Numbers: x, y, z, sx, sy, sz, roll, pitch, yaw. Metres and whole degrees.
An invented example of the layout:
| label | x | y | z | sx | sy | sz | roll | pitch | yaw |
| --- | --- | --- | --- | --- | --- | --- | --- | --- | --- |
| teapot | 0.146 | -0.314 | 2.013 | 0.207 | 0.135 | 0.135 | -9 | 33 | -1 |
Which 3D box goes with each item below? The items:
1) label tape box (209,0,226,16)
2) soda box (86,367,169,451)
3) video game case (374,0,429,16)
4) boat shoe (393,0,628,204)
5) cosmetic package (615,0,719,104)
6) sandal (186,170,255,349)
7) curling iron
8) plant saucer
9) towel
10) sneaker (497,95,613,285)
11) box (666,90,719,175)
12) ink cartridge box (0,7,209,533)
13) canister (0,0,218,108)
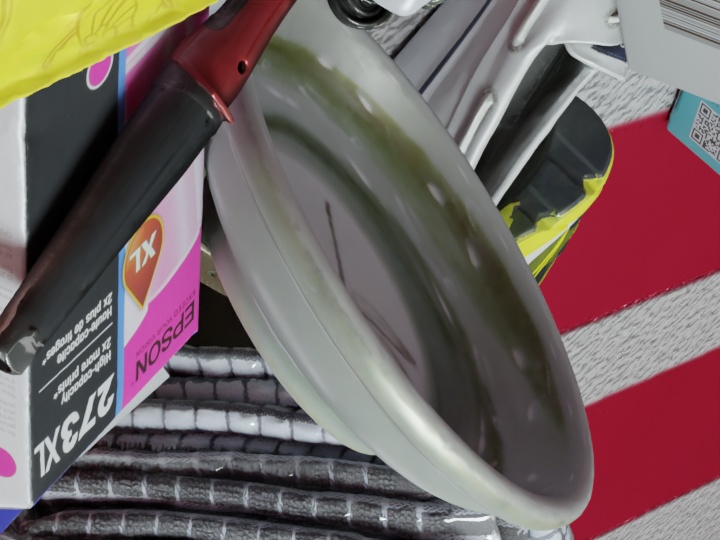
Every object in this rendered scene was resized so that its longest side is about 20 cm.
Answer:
| label | x | y | z | sx | sy | sz | roll | pitch | yaw |
| --- | --- | --- | --- | --- | --- | --- | --- | --- | --- |
| label tape box | 0.012 | -0.178 | 0.807 | 0.144 | 0.063 | 0.200 | -22 | 147 | -43 |
| soda box | -0.124 | -0.003 | 0.856 | 0.063 | 0.068 | 0.200 | -42 | 155 | -8 |
| video game case | 0.081 | -0.166 | 0.763 | 0.183 | 0.023 | 0.200 | -57 | 174 | 26 |
| boat shoe | 0.079 | -0.096 | 1.039 | 0.200 | 0.065 | 0.073 | -52 | 155 | 15 |
| cosmetic package | 0.172 | -0.160 | 0.998 | 0.200 | 0.085 | 0.108 | -50 | 146 | -23 |
| sandal | -0.039 | -0.021 | 0.971 | 0.080 | 0.057 | 0.201 | -43 | 154 | -18 |
| curling iron | -0.035 | -0.046 | 0.765 | 0.200 | 0.050 | 0.026 | -49 | -168 | -28 |
| plant saucer | 0.000 | 0.000 | 0.877 | 0.050 | 0.201 | 0.200 | -30 | 160 | 18 |
| towel | -0.029 | 0.099 | 1.020 | 0.166 | 0.199 | 0.086 | 67 | 29 | -62 |
| sneaker | 0.023 | 0.014 | 1.110 | 0.200 | 0.075 | 0.085 | -37 | 158 | -15 |
| box | 0.231 | -0.116 | 1.270 | 0.200 | 0.049 | 0.082 | -30 | 151 | -32 |
| ink cartridge box | -0.081 | -0.005 | 0.796 | 0.095 | 0.037 | 0.201 | -48 | 154 | -45 |
| canister | -0.100 | -0.132 | 0.531 | 0.148 | 0.200 | 0.087 | -30 | 151 | -31 |
